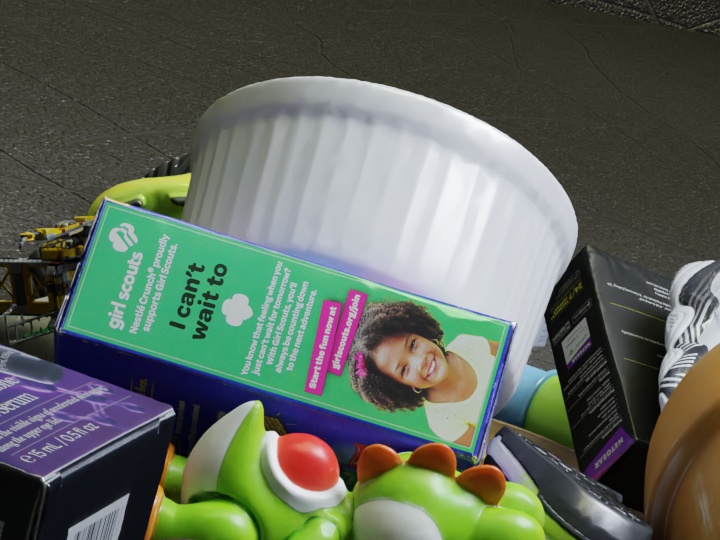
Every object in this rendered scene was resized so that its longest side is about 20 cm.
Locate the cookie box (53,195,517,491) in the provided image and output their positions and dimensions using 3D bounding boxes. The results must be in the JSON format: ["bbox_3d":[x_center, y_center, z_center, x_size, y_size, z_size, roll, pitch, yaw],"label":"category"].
[{"bbox_3d":[-0.041,0.057,1.380,0.199,0.075,0.171,16,-24,1],"label":"cookie box"}]

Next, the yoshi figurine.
[{"bbox_3d":[-0.019,0.130,1.295,0.199,0.113,0.112,4,-22,3],"label":"yoshi figurine"}]

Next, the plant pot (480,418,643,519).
[{"bbox_3d":[0.056,0.113,1.557,0.199,0.028,0.200,15,12,-3],"label":"plant pot"}]

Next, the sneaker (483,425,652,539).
[{"bbox_3d":[0.080,0.130,1.383,0.072,0.083,0.200,31,2,-4],"label":"sneaker"}]

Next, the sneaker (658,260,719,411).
[{"bbox_3d":[0.217,0.051,1.494,0.114,0.075,0.200,-15,30,17],"label":"sneaker"}]

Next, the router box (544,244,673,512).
[{"bbox_3d":[0.202,0.082,1.608,0.199,0.051,0.150,21,37,-26],"label":"router box"}]

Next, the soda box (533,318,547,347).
[{"bbox_3d":[0.054,0.007,1.690,0.068,0.064,0.200,17,5,22],"label":"soda box"}]

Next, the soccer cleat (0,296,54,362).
[{"bbox_3d":[-0.119,0.031,1.597,0.086,0.070,0.200,18,10,35],"label":"soccer cleat"}]

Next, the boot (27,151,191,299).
[{"bbox_3d":[-0.107,-0.028,1.716,0.181,0.073,0.200,-19,0,10],"label":"boot"}]

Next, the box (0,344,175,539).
[{"bbox_3d":[-0.198,0.084,1.184,0.199,0.105,0.148,19,13,12],"label":"box"}]

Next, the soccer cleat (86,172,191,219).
[{"bbox_3d":[-0.048,-0.036,1.580,0.199,0.065,0.084,-7,28,-3],"label":"soccer cleat"}]

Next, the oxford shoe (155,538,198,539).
[{"bbox_3d":[-0.021,0.154,1.148,0.199,0.073,0.084,12,-8,35],"label":"oxford shoe"}]

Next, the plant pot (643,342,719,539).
[{"bbox_3d":[0.223,0.142,1.305,0.199,0.201,0.183,16,28,0],"label":"plant pot"}]

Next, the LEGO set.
[{"bbox_3d":[-0.221,-0.019,1.448,0.199,0.116,0.153,-16,13,-40],"label":"LEGO set"}]

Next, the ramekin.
[{"bbox_3d":[0.000,0.000,1.443,0.200,0.098,0.201,13,-28,7],"label":"ramekin"}]

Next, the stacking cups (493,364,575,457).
[{"bbox_3d":[0.093,0.073,1.696,0.200,0.061,0.060,24,15,32],"label":"stacking cups"}]
